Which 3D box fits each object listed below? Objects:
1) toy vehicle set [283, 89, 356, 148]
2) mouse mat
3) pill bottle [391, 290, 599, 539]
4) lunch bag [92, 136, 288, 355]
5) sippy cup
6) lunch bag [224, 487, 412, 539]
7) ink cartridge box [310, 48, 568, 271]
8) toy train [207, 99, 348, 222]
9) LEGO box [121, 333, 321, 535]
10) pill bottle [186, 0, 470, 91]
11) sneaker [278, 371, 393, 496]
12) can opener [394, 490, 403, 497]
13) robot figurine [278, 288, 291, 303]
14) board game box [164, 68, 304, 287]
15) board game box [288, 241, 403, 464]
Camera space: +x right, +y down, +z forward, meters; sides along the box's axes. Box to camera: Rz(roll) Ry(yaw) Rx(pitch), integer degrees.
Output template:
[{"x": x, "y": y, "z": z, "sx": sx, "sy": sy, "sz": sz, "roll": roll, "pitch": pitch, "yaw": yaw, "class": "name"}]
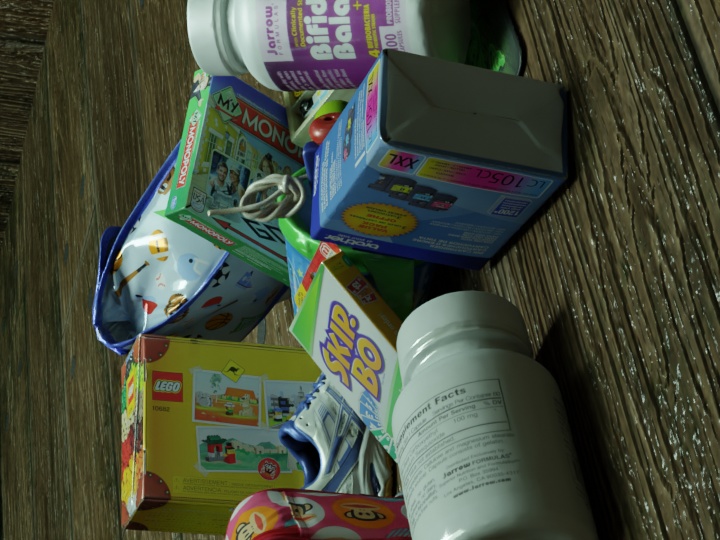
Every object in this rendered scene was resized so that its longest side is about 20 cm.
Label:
[{"x": 0.006, "y": -0.203, "z": 1.734, "sx": 0.200, "sy": 0.026, "sz": 0.125, "roll": -49, "pitch": 30, "yaw": 26, "class": "toy vehicle set"}, {"x": 0.081, "y": -0.154, "z": 1.645, "sx": 0.200, "sy": 0.007, "sz": 0.162, "roll": -106, "pitch": 27, "yaw": -49, "class": "mouse mat"}, {"x": 0.080, "y": 0.115, "z": 1.373, "sx": 0.201, "sy": 0.114, "sz": 0.115, "roll": -100, "pitch": 23, "yaw": -43, "class": "pill bottle"}, {"x": -0.138, "y": -0.010, "z": 1.877, "sx": 0.201, "sy": 0.124, "sz": 0.170, "roll": -56, "pitch": -22, "yaw": 8, "class": "lunch bag"}, {"x": 0.000, "y": 0.000, "z": 1.675, "sx": 0.178, "sy": 0.139, "sz": 0.131, "roll": -59, "pitch": -21, "yaw": -51, "class": "sippy cup"}, {"x": -0.002, "y": 0.242, "z": 1.459, "sx": 0.082, "sy": 0.199, "sz": 0.177, "roll": -120, "pitch": 36, "yaw": -65, "class": "lunch bag"}, {"x": 0.048, "y": -0.067, "z": 1.500, "sx": 0.200, "sy": 0.136, "sz": 0.077, "roll": 130, "pitch": 147, "yaw": -63, "class": "ink cartridge box"}, {"x": -0.021, "y": -0.093, "z": 1.627, "sx": 0.116, "sy": 0.199, "sz": 0.085, "roll": -99, "pitch": -3, "yaw": -63, "class": "toy train"}, {"x": -0.098, "y": 0.143, "z": 1.817, "sx": 0.077, "sy": 0.199, "sz": 0.150, "roll": 125, "pitch": 147, "yaw": -58, "class": "LEGO box"}, {"x": -0.025, "y": -0.192, "z": 1.622, "sx": 0.112, "sy": 0.199, "sz": 0.113, "roll": -1, "pitch": -90, "yaw": -69, "class": "pill bottle"}, {"x": -0.022, "y": 0.115, "z": 1.768, "sx": 0.075, "sy": 0.088, "sz": 0.201, "roll": 119, "pitch": 153, "yaw": -57, "class": "sneaker"}, {"x": 0.022, "y": 0.267, "z": 1.663, "sx": 0.067, "sy": 0.053, "sz": 0.201, "roll": -40, "pitch": -37, "yaw": -66, "class": "can opener"}, {"x": -0.102, "y": -0.044, "z": 2.040, "sx": 0.200, "sy": 0.112, "sz": 0.170, "roll": -105, "pitch": 32, "yaw": -50, "class": "robot figurine"}, {"x": -0.066, "y": -0.064, "z": 1.756, "sx": 0.029, "sy": 0.200, "sz": 0.135, "roll": -17, "pitch": 54, "yaw": 43, "class": "board game box"}, {"x": 0.017, "y": 0.075, "z": 1.569, "sx": 0.200, "sy": 0.030, "sz": 0.096, "roll": 52, "pitch": 146, "yaw": 18, "class": "board game box"}]
